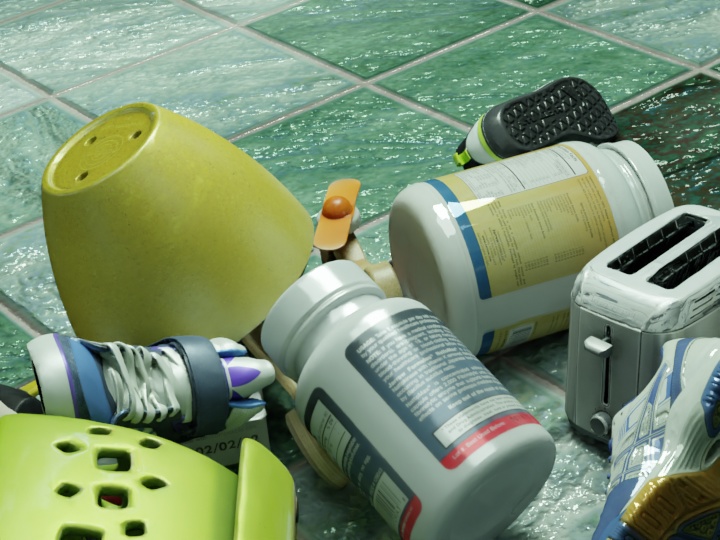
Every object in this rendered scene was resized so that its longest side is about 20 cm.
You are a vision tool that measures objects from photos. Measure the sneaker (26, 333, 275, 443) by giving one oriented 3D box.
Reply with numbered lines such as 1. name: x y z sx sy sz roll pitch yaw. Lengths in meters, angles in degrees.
1. sneaker: -0.130 0.070 1.137 0.146 0.081 0.200 -15 -13 -4

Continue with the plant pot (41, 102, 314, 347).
1. plant pot: -0.155 -0.038 1.285 0.199 0.142 0.200 -24 32 16

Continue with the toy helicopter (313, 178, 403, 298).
1. toy helicopter: 0.000 0.000 1.345 0.079 0.133 0.200 -13 8 -11

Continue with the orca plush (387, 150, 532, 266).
1. orca plush: 0.104 -0.025 1.509 0.105 0.071 0.200 -42 -4 36

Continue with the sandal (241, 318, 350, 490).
1. sandal: -0.037 0.064 1.298 0.070 0.078 0.212 -38 52 8

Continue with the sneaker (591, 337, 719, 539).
1. sneaker: 0.196 0.133 1.147 0.200 0.075 0.088 -55 31 -15

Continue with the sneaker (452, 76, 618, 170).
1. sneaker: 0.159 -0.130 1.639 0.199 0.072 0.083 -11 -17 -45

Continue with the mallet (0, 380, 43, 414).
1. mallet: -0.227 0.080 1.401 0.066 0.041 0.200 18 35 39

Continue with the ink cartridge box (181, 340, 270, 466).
1. ink cartridge box: -0.136 0.095 1.321 0.115 0.068 0.200 -12 30 -7

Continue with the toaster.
1. toaster: 0.235 0.040 1.277 0.200 0.130 0.113 -29 38 -34

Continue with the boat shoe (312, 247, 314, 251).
1. boat shoe: -0.074 -0.020 1.419 0.070 0.072 0.201 18 2 1

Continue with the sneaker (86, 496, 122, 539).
1. sneaker: -0.210 0.182 1.163 0.199 0.096 0.079 -15 33 -12

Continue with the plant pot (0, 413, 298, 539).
1. plant pot: -0.124 0.213 1.000 0.180 0.200 0.200 0 30 0

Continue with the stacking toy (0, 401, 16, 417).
1. stacking toy: -0.328 0.170 1.210 0.146 0.146 0.200 14 54 31

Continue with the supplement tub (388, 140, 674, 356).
1. supplement tub: 0.137 -0.020 1.384 0.199 0.145 0.145 -16 31 -15

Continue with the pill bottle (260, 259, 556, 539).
1. pill bottle: 0.026 0.089 1.183 0.119 0.120 0.200 -26 58 -30
